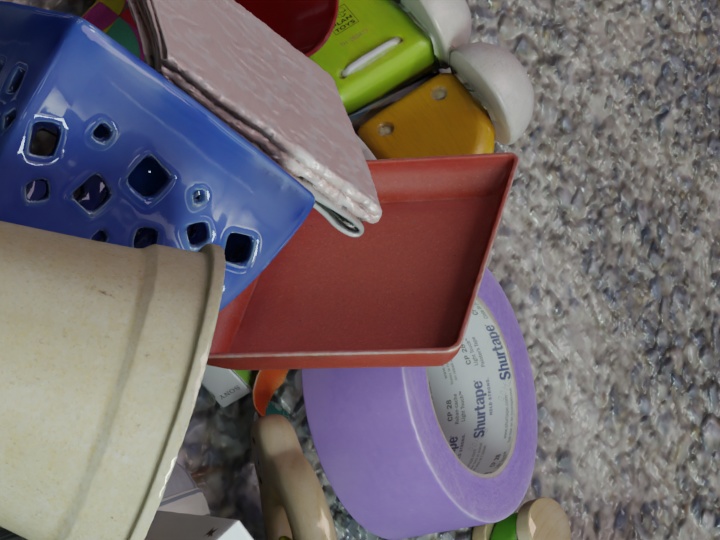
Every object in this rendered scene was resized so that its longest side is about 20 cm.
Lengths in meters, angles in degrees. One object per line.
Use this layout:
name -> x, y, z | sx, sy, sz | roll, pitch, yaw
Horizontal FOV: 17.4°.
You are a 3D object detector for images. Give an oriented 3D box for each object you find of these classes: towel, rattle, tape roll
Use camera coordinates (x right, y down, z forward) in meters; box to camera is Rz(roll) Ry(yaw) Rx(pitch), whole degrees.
towel -> -0.077, -0.126, 1.537 | 0.200, 0.032, 0.192 | 36, 20, -32
rattle -> -0.087, 0.161, 1.563 | 0.130, 0.142, 0.201 | 67, 2, -67
tape roll -> 0.045, 0.087, 1.687 | 0.200, 0.084, 0.202 | 29, 55, -52

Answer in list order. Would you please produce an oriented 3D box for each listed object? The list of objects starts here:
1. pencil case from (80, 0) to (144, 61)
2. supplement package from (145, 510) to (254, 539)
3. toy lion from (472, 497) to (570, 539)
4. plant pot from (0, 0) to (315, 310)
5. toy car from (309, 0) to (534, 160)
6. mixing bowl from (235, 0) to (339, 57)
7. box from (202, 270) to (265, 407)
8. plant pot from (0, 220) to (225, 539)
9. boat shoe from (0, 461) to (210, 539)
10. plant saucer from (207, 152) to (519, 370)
pencil case -> -0.122, -0.113, 1.618 | 0.199, 0.088, 0.089 | 36, 42, -8
supplement package -> -0.086, 0.259, 1.305 | 0.152, 0.150, 0.201 | -40, 101, -19
toy lion -> 0.170, 0.289, 1.768 | 0.199, 0.068, 0.193 | 25, 58, -37
plant pot -> -0.180, -0.035, 1.440 | 0.199, 0.200, 0.181 | 35, 81, -29
toy car -> 0.028, -0.116, 1.790 | 0.200, 0.174, 0.150 | 53, -11, 25
mixing bowl -> -0.123, -0.220, 1.708 | 0.199, 0.108, 0.202 | 28, 48, -36
box -> -0.102, -0.021, 1.667 | 0.144, 0.036, 0.201 | 45, 42, -19
plant pot -> -0.191, 0.051, 1.264 | 0.182, 0.201, 0.202 | 20, 50, -11
boat shoe -> -0.177, 0.150, 1.457 | 0.200, 0.070, 0.072 | -10, 64, -54
plant saucer -> 0.000, 0.000, 1.610 | 0.200, 0.198, 0.037 | -70, 149, -44
